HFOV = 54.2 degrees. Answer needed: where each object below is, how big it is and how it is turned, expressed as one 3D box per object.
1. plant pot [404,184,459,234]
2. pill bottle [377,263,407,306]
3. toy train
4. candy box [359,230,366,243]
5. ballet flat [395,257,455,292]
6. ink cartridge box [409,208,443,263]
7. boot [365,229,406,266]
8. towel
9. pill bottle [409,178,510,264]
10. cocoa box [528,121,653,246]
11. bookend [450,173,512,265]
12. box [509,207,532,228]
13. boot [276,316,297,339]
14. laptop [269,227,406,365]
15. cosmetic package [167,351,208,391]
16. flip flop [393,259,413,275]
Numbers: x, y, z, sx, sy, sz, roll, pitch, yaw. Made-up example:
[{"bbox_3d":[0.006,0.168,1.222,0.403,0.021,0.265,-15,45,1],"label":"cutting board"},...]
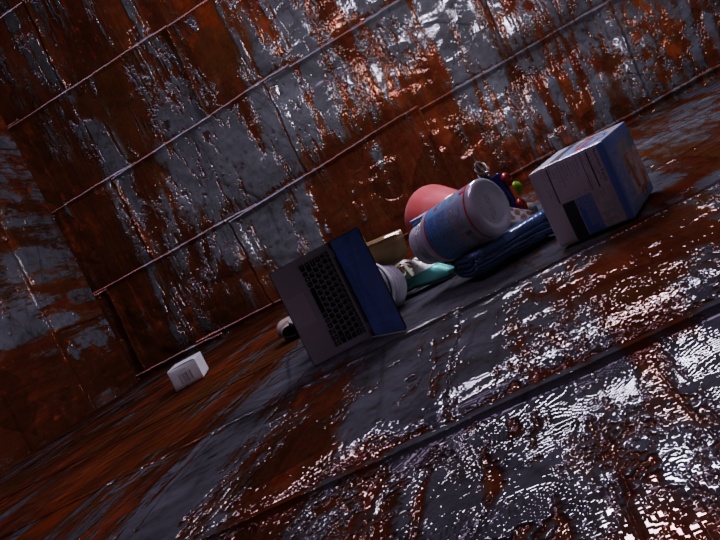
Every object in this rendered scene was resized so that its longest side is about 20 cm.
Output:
[{"bbox_3d":[0.249,-0.152,2.034,0.198,0.203,0.177,-28,12,-15],"label":"plant pot"},{"bbox_3d":[0.001,0.048,1.416,0.119,0.122,0.198,-24,-8,40],"label":"pill bottle"},{"bbox_3d":[0.347,-0.201,1.692,0.115,0.203,0.084,-7,-25,-48],"label":"toy train"},{"bbox_3d":[-0.025,-0.027,1.567,0.101,0.027,0.200,-29,-21,2],"label":"candy box"},{"bbox_3d":[0.115,0.011,1.544,0.198,0.071,0.067,-25,4,35],"label":"ballet flat"},{"bbox_3d":[0.244,-0.113,1.788,0.197,0.138,0.076,-27,5,17],"label":"ink cartridge box"},{"bbox_3d":[0.000,0.000,1.531,0.197,0.067,0.176,-21,-21,-12],"label":"boot"},{"bbox_3d":[0.274,-0.046,1.318,0.198,0.049,0.112,-30,0,-14],"label":"towel"},{"bbox_3d":[0.181,-0.084,1.330,0.108,0.110,0.199,-30,-1,-40],"label":"pill bottle"},{"bbox_3d":[0.388,-0.147,1.170,0.130,0.135,0.199,-24,5,36],"label":"cocoa box"},{"bbox_3d":[0.230,-0.085,1.592,0.200,0.092,0.200,-45,9,38],"label":"bookend"},{"bbox_3d":[0.271,-0.110,1.448,0.196,0.039,0.041,7,-31,-28],"label":"box"},{"bbox_3d":[-0.141,0.131,1.953,0.197,0.071,0.146,-29,10,0],"label":"boot"},{"bbox_3d":[-0.045,0.051,1.225,0.197,0.190,0.116,-27,3,7],"label":"laptop"},{"bbox_3d":[-0.553,0.322,2.265,0.100,0.075,0.200,-28,5,-9],"label":"cosmetic package"},{"bbox_3d":[0.120,-0.003,1.826,0.080,0.058,0.199,-24,5,42],"label":"flip flop"}]
